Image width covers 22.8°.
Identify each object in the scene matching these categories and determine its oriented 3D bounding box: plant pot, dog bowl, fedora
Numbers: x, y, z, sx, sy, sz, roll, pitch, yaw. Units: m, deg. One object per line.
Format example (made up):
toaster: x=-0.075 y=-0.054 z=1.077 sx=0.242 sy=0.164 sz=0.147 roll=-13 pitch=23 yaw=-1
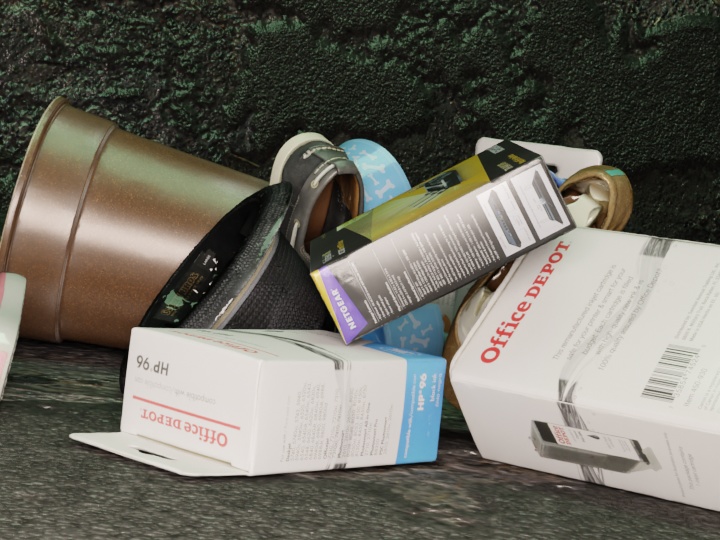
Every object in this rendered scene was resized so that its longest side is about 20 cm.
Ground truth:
plant pot: x=-0.169 y=-0.016 z=1.420 sx=0.198 sy=0.201 sz=0.200 roll=15 pitch=4 yaw=-1
dog bowl: x=0.000 y=0.000 z=1.394 sx=0.050 sy=0.200 sz=0.111 roll=-19 pitch=8 yaw=-37
fedora: x=-0.082 y=0.032 z=1.249 sx=0.092 sy=0.201 sz=0.201 roll=40 pitch=-4 yaw=-14

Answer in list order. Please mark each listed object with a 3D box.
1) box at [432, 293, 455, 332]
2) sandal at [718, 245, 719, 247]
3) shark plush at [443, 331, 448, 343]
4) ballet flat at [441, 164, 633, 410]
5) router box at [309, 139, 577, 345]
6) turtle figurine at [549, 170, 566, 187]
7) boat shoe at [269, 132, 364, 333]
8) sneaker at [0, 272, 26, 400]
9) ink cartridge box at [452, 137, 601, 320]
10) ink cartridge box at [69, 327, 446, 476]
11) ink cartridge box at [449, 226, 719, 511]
box: x=0.146 y=0.023 z=1.759 sx=0.200 sy=0.125 sz=0.097 roll=8 pitch=4 yaw=2
sandal: x=0.260 y=0.003 z=1.146 sx=0.201 sy=0.057 sz=0.080 roll=7 pitch=-39 yaw=35
shark plush: x=0.024 y=0.046 z=1.498 sx=0.091 sy=0.083 sz=0.200 roll=5 pitch=4 yaw=-26
ballet flat: x=0.116 y=0.008 z=1.219 sx=0.068 sy=0.200 sz=0.072 roll=40 pitch=2 yaw=15
router box: x=0.047 y=-0.023 z=1.154 sx=0.157 sy=0.052 sz=0.200 roll=-27 pitch=7 yaw=1
turtle figurine: x=0.159 y=0.044 z=1.331 sx=0.200 sy=0.194 sz=0.144 roll=38 pitch=52 yaw=14
boat shoe: x=-0.034 y=0.001 z=1.337 sx=0.072 sy=0.200 sz=0.068 roll=-15 pitch=32 yaw=-37
sneaker: x=-0.275 y=0.036 z=1.160 sx=0.105 sy=0.075 sz=0.200 roll=11 pitch=7 yaw=-10
ink cartridge box: x=0.149 y=-0.008 z=1.532 sx=0.116 sy=0.200 sz=0.068 roll=9 pitch=4 yaw=20
ink cartridge box: x=-0.058 y=0.074 z=1.050 sx=0.116 sy=0.068 sz=0.200 roll=10 pitch=5 yaw=42
ink cartridge box: x=0.178 y=0.057 z=1.095 sx=0.200 sy=0.083 sz=0.147 roll=10 pitch=49 yaw=34
